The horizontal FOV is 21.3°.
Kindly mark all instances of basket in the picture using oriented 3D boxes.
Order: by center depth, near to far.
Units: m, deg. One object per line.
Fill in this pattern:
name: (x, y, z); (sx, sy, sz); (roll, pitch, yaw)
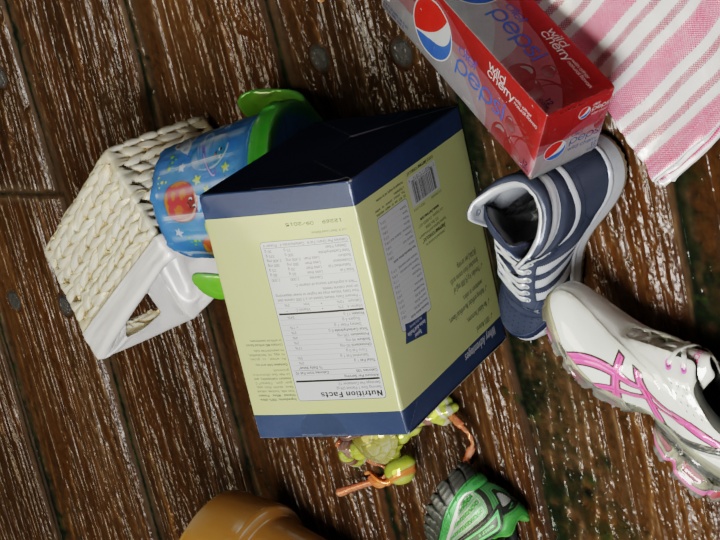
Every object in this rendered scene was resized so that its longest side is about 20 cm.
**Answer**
basket: (-0.191, -0.032, 1.762); (0.124, 0.135, 0.200); (55, 140, 13)

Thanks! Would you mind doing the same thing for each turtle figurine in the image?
turtle figurine: (0.004, 0.128, 1.685); (0.200, 0.064, 0.162); (-29, 88, 51)

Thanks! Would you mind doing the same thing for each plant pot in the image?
plant pot: (-0.063, 0.324, 1.787); (0.182, 0.200, 0.201); (12, 120, 25)

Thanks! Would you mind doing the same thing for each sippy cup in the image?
sippy cup: (-0.099, -0.066, 1.604); (0.130, 0.178, 0.141); (-8, 106, 27)

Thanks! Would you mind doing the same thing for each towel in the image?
towel: (0.192, -0.175, 1.339); (0.200, 0.030, 0.146); (53, 139, 13)

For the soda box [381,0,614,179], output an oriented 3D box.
soda box: (0.096, -0.164, 1.393); (0.200, 0.063, 0.070); (52, 151, 28)

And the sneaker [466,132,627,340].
sneaker: (0.122, -0.011, 1.443); (0.070, 0.108, 0.201); (44, 137, 24)

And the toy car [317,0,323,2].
toy car: (-0.031, -0.294, 1.452); (0.183, 0.178, 0.200); (10, 158, 15)

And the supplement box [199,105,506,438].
supplement box: (0.000, 0.000, 1.493); (0.133, 0.200, 0.201); (-4, 108, 30)

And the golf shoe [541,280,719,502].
golf shoe: (0.223, 0.072, 1.409); (0.200, 0.073, 0.092); (43, 132, 6)

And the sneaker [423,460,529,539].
sneaker: (0.094, 0.265, 1.651); (0.085, 0.078, 0.201); (30, 132, 29)
